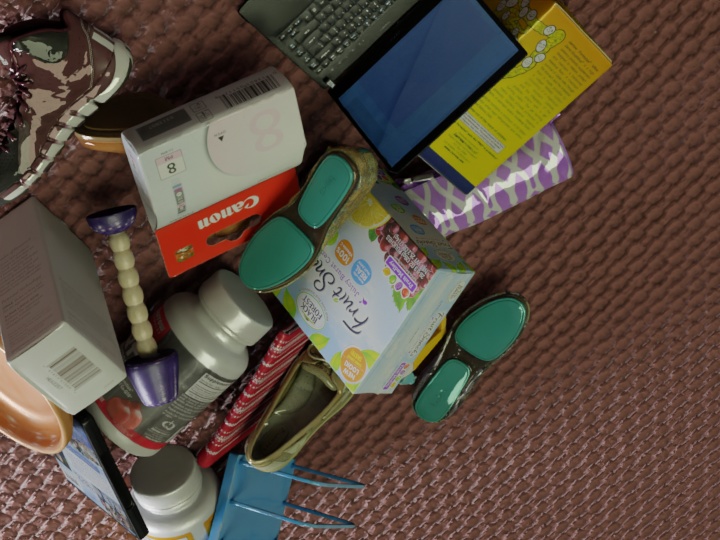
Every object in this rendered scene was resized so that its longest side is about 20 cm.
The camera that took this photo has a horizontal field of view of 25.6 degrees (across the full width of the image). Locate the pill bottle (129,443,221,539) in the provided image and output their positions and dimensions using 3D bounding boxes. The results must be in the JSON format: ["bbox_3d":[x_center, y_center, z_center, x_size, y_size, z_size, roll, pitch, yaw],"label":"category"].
[{"bbox_3d":[-0.203,0.294,1.850,0.109,0.109,0.200,-21,132,-6],"label":"pill bottle"}]

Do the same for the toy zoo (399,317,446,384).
[{"bbox_3d":[0.050,0.050,1.770,0.131,0.020,0.200,-40,143,-35],"label":"toy zoo"}]

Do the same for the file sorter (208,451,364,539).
[{"bbox_3d":[-0.090,0.323,1.823,0.139,0.123,0.200,18,85,-62],"label":"file sorter"}]

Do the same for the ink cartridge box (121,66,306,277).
[{"bbox_3d":[-0.128,-0.083,1.530,0.163,0.057,0.200,-26,134,-14],"label":"ink cartridge box"}]

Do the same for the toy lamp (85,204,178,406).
[{"bbox_3d":[-0.222,0.037,1.579,0.058,0.058,0.200,-16,103,-10],"label":"toy lamp"}]

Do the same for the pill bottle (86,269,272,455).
[{"bbox_3d":[-0.190,0.094,1.680,0.200,0.111,0.111,-43,131,14],"label":"pill bottle"}]

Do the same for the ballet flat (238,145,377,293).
[{"bbox_3d":[-0.047,-0.051,1.586,0.071,0.071,0.200,16,130,-32],"label":"ballet flat"}]

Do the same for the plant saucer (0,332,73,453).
[{"bbox_3d":[-0.361,0.101,1.593,0.037,0.200,0.200,-49,141,-30],"label":"plant saucer"}]

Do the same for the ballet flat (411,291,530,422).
[{"bbox_3d":[0.127,0.090,1.853,0.072,0.072,0.200,20,119,-34],"label":"ballet flat"}]

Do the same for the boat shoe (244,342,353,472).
[{"bbox_3d":[-0.057,0.136,1.751,0.201,0.073,0.063,-49,173,-7],"label":"boat shoe"}]

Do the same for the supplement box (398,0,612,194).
[{"bbox_3d":[0.129,-0.195,1.588,0.200,0.109,0.110,-42,131,13],"label":"supplement box"}]

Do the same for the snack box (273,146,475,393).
[{"bbox_3d":[0.000,0.000,1.628,0.068,0.200,0.169,5,128,-47],"label":"snack box"}]

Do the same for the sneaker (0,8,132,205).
[{"bbox_3d":[-0.314,-0.162,1.464,0.200,0.076,0.116,-48,125,5],"label":"sneaker"}]

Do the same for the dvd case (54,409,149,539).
[{"bbox_3d":[-0.302,0.193,1.709,0.018,0.143,0.200,-40,137,-24],"label":"dvd case"}]

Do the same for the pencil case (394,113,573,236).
[{"bbox_3d":[0.126,-0.099,1.686,0.200,0.084,0.086,-25,123,-5],"label":"pencil case"}]

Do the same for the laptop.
[{"bbox_3d":[0.020,-0.227,1.504,0.177,0.103,0.200,-42,123,13],"label":"laptop"}]

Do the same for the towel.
[{"bbox_3d":[-0.105,0.122,1.751,0.200,0.022,0.145,-57,171,25],"label":"towel"}]

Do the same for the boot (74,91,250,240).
[{"bbox_3d":[-0.188,-0.098,1.570,0.200,0.077,0.155,-10,135,-25],"label":"boot"}]

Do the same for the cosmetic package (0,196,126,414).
[{"bbox_3d":[-0.298,0.031,1.532,0.074,0.200,0.102,-35,132,7],"label":"cosmetic package"}]
